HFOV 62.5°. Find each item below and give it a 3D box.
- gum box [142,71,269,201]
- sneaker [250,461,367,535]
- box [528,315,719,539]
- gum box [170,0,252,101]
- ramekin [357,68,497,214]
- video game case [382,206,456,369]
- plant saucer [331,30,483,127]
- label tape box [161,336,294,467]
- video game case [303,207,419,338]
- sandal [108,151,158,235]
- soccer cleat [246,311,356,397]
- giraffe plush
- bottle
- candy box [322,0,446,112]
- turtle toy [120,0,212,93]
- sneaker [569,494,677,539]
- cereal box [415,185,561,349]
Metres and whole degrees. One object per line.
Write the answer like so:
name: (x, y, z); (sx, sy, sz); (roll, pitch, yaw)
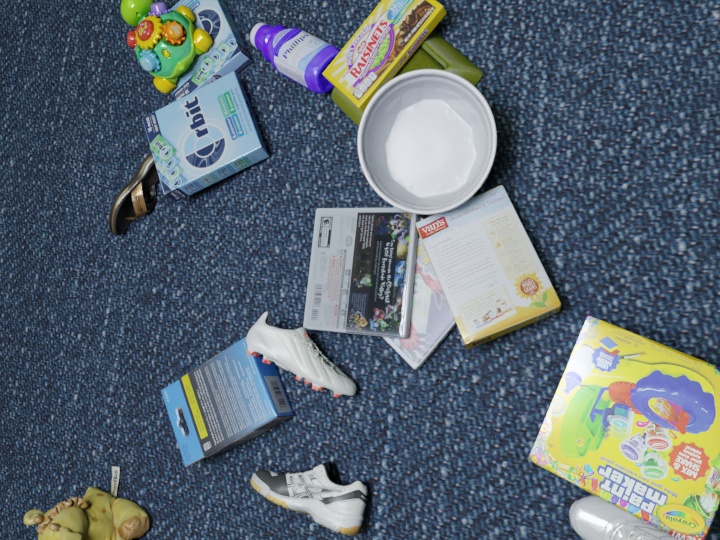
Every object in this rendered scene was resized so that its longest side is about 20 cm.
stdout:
gum box: (-0.288, -0.247, 1.095); (0.198, 0.045, 0.172); (-24, 72, 7)
sneaker: (-0.077, 0.340, 0.934); (0.198, 0.076, 0.089); (13, 71, 23)
box: (0.342, 0.186, 0.726); (0.198, 0.122, 0.195); (23, 91, 26)
gum box: (-0.320, -0.444, 1.170); (0.169, 0.044, 0.202); (-31, 71, 17)
ramekin: (0.100, -0.185, 0.879); (0.197, 0.105, 0.203); (1, 96, 10)
video game case: (0.076, 0.019, 0.929); (0.200, 0.023, 0.183); (43, 101, 24)
plant saucer: (0.062, -0.312, 0.973); (0.200, 0.048, 0.200); (-46, 66, 12)
label tape box: (-0.229, 0.224, 1.014); (0.199, 0.063, 0.145); (-31, 70, 17)
video game case: (0.000, 0.000, 0.944); (0.180, 0.023, 0.203); (2, 82, 26)
sandal: (-0.426, -0.148, 1.168); (0.054, 0.082, 0.201); (37, 91, 2)
soccer cleat: (-0.089, 0.135, 0.945); (0.198, 0.069, 0.078); (26, 82, 8)
giraffe plush: (-0.487, 0.461, 1.040); (0.171, 0.162, 0.202); (-21, 74, 20)
bottle: (-0.117, -0.385, 1.052); (0.199, 0.065, 0.084); (37, 78, 29)
candy box: (0.035, -0.363, 0.952); (0.200, 0.026, 0.102); (-48, 63, 10)
turtle toy: (-0.383, -0.445, 1.118); (0.146, 0.101, 0.201); (-42, 68, 14)
sneaker: (0.351, 0.334, 0.712); (0.198, 0.099, 0.079); (18, 89, 26)
cereal box: (0.179, -0.007, 0.854); (0.142, 0.040, 0.202); (-22, 67, 7)
